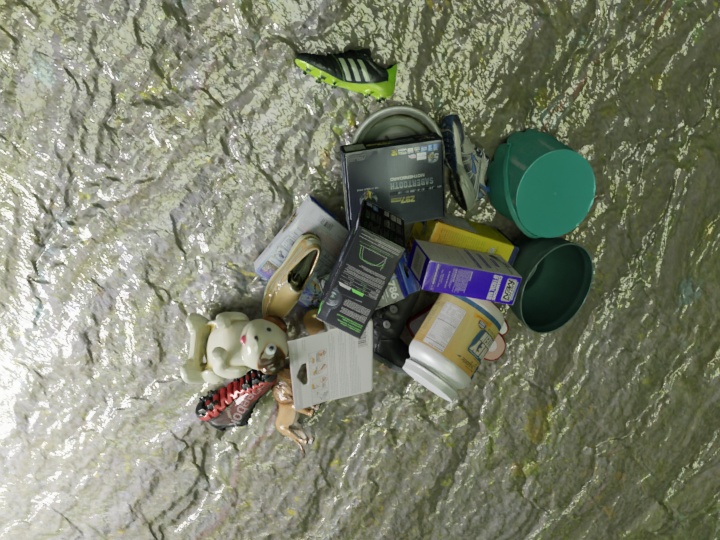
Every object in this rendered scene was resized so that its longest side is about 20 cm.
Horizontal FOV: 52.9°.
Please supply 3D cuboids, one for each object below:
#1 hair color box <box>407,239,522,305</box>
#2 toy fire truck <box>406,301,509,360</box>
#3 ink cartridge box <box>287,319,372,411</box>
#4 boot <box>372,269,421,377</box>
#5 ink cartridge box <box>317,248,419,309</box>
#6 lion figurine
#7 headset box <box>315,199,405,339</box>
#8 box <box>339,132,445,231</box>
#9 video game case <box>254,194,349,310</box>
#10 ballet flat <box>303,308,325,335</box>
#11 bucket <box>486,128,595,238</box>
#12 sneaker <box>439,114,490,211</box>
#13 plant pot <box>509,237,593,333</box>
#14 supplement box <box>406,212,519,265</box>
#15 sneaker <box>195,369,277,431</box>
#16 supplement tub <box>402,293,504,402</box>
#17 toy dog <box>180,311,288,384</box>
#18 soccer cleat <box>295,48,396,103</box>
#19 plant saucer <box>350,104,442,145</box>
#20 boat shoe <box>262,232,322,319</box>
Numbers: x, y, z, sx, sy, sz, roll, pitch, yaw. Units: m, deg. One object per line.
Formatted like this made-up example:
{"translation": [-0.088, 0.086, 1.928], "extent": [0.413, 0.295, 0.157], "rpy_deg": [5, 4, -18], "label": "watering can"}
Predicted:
{"translation": [0.198, 0.003, 1.395], "extent": [0.194, 0.110, 0.066], "rpy_deg": [9, 111, -16], "label": "hair color box"}
{"translation": [0.218, 0.130, 1.586], "extent": [0.197, 0.112, 0.170], "rpy_deg": [-32, 98, 0], "label": "toy fire truck"}
{"translation": [-0.061, 0.180, 1.455], "extent": [0.171, 0.045, 0.204], "rpy_deg": [-11, 130, -13], "label": "ink cartridge box"}
{"translation": [0.094, 0.107, 1.534], "extent": [0.161, 0.066, 0.205], "rpy_deg": [22, 105, 6], "label": "boot"}
{"translation": [0.019, 0.028, 1.451], "extent": [0.195, 0.039, 0.102], "rpy_deg": [-21, 94, -5], "label": "ink cartridge box"}
{"translation": [-0.153, 0.309, 1.574], "extent": [0.120, 0.072, 0.205], "rpy_deg": [21, 117, 14], "label": "lion figurine"}
{"translation": [0.000, 0.000, 1.321], "extent": [0.091, 0.175, 0.203], "rpy_deg": [24, 110, -6], "label": "headset box"}
{"translation": [0.063, -0.168, 1.385], "extent": [0.194, 0.051, 0.162], "rpy_deg": [-8, 117, -8], "label": "box"}
{"translation": [-0.086, -0.020, 1.467], "extent": [0.199, 0.046, 0.182], "rpy_deg": [38, 100, -25], "label": "video game case"}
{"translation": [-0.053, 0.150, 1.506], "extent": [0.068, 0.064, 0.200], "rpy_deg": [-30, 136, 10], "label": "ballet flat"}
{"translation": [0.368, -0.172, 1.472], "extent": [0.201, 0.135, 0.213], "rpy_deg": [-5, 113, -11], "label": "bucket"}
{"translation": [0.213, -0.226, 1.453], "extent": [0.084, 0.077, 0.204], "rpy_deg": [-27, 124, -13], "label": "sneaker"}
{"translation": [0.376, 0.013, 1.542], "extent": [0.196, 0.134, 0.206], "rpy_deg": [-14, 120, -25], "label": "plant pot"}
{"translation": [0.207, -0.043, 1.500], "extent": [0.195, 0.109, 0.112], "rpy_deg": [15, 108, -19], "label": "supplement box"}
{"translation": [-0.248, 0.273, 1.532], "extent": [0.198, 0.071, 0.099], "rpy_deg": [-32, 118, 7], "label": "sneaker"}
{"translation": [0.186, 0.145, 1.466], "extent": [0.144, 0.144, 0.203], "rpy_deg": [37, 80, -25], "label": "supplement tub"}
{"translation": [-0.229, 0.158, 1.416], "extent": [0.196, 0.143, 0.193], "rpy_deg": [-13, 145, 34], "label": "toy dog"}
{"translation": [-0.024, -0.374, 1.331], "extent": [0.195, 0.067, 0.083], "rpy_deg": [13, 91, -20], "label": "soccer cleat"}
{"translation": [0.066, -0.225, 1.418], "extent": [0.194, 0.050, 0.206], "rpy_deg": [-5, 114, -11], "label": "plant saucer"}
{"translation": [-0.135, 0.025, 1.407], "extent": [0.070, 0.077, 0.203], "rpy_deg": [19, 110, -23], "label": "boat shoe"}
